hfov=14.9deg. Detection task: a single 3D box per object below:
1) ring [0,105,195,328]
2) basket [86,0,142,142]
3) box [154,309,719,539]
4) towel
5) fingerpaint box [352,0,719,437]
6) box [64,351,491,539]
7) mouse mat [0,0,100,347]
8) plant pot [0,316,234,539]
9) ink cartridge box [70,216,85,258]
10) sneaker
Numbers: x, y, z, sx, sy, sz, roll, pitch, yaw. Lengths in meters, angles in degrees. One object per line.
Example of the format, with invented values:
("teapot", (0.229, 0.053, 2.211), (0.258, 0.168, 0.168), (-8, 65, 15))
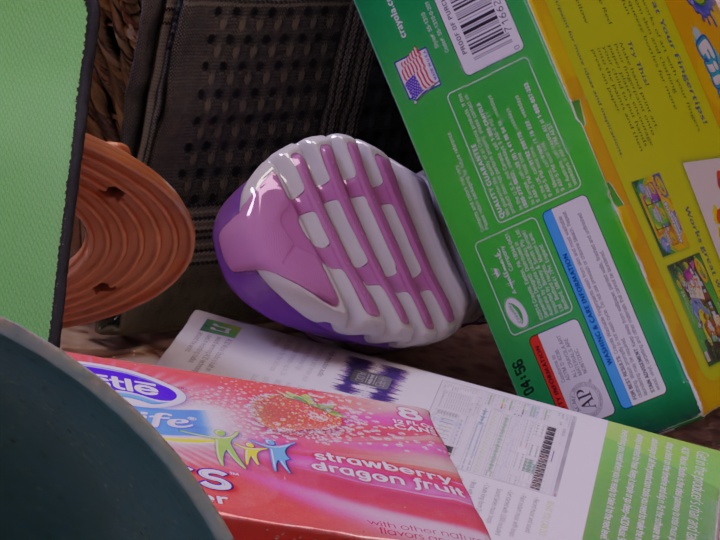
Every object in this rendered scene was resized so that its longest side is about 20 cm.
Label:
("ring", (-0.152, -0.020, 0.885), (0.199, 0.019, 0.201), (1, -21, 0))
("basket", (-0.103, -0.141, 1.137), (0.142, 0.201, 0.149), (19, 58, 25))
("box", (0.020, 0.072, 0.909), (0.199, 0.037, 0.144), (14, 17, 6))
("towel", (-0.024, -0.075, 1.067), (0.034, 0.194, 0.199), (25, 19, 32))
("fingerpaint box", (0.095, -0.041, 1.052), (0.073, 0.201, 0.167), (-24, -2, 31))
("box", (-0.076, 0.081, 0.708), (0.199, 0.095, 0.103), (10, 17, -12))
("mouse mat", (-0.161, -0.002, 0.771), (0.160, 0.201, 0.008), (9, -13, -14))
("plant pot", (-0.129, 0.094, 0.506), (0.199, 0.202, 0.135), (4, 3, -27))
("ink cartridge box", (-0.195, -0.085, 0.940), (0.199, 0.166, 0.075), (-2, 36, -9))
("sneaker", (0.000, 0.000, 1.034), (0.088, 0.081, 0.200), (-24, -11, 30))
